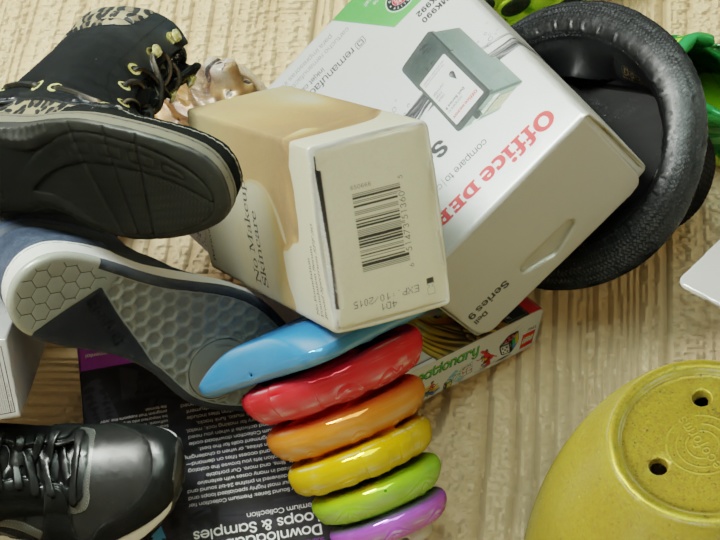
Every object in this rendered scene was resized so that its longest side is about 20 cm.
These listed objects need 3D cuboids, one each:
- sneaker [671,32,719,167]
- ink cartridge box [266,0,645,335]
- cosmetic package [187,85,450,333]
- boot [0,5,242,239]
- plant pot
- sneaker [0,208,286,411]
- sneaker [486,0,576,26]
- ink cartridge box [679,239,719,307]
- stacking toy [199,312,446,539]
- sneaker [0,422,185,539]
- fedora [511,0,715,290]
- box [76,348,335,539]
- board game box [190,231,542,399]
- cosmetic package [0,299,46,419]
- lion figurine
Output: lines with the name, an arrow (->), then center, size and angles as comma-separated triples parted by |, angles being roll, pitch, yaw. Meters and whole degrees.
sneaker -> 0.201, -0.131, 1.328 | 0.199, 0.084, 0.074 | 23, 57, 23
ink cartridge box -> 0.053, -0.083, 1.220 | 0.146, 0.084, 0.200 | -46, 51, 8
cosmetic package -> -0.028, -0.039, 1.125 | 0.071, 0.106, 0.200 | -14, 14, -21
boot -> -0.127, -0.092, 1.130 | 0.202, 0.074, 0.154 | 7, 37, 31
plant pot -> 0.183, 0.129, 1.091 | 0.199, 0.142, 0.201 | -3, 51, 4
sneaker -> -0.138, 0.006, 1.191 | 0.077, 0.202, 0.146 | -59, 35, 8
sneaker -> 0.101, -0.206, 1.398 | 0.199, 0.074, 0.084 | -29, 61, -26
ink cartridge box -> 0.292, 0.047, 1.177 | 0.199, 0.067, 0.116 | 30, 49, 27
stacking toy -> 0.008, 0.118, 1.123 | 0.109, 0.116, 0.201 | -23, 93, -44
sneaker -> -0.198, 0.120, 1.142 | 0.199, 0.087, 0.076 | -10, 67, 26
fedora -> 0.150, -0.072, 1.268 | 0.200, 0.091, 0.202 | -13, 70, 41
box -> -0.093, 0.112, 1.207 | 0.142, 0.036, 0.201 | -9, 50, -2
board game box -> 0.000, 0.000, 1.259 | 0.126, 0.035, 0.200 | -24, 51, -36
cosmetic package -> -0.235, 0.045, 1.199 | 0.082, 0.051, 0.200 | -8, 13, -1
lion figurine -> -0.156, -0.074, 1.348 | 0.122, 0.073, 0.200 | 36, 78, 21
